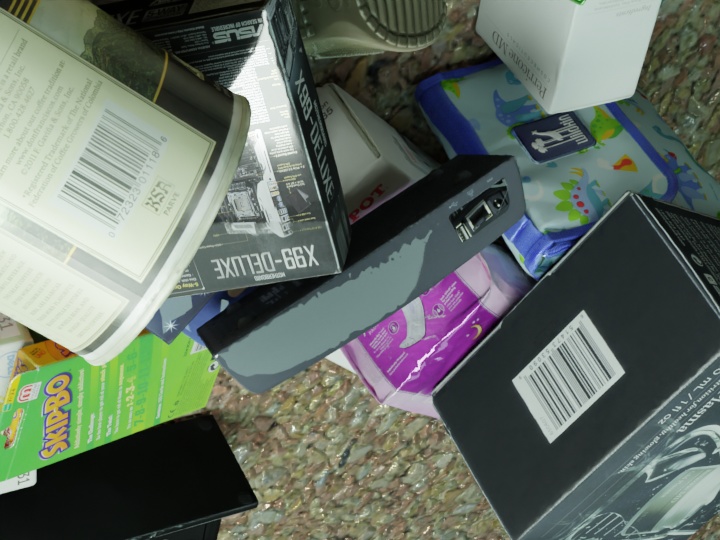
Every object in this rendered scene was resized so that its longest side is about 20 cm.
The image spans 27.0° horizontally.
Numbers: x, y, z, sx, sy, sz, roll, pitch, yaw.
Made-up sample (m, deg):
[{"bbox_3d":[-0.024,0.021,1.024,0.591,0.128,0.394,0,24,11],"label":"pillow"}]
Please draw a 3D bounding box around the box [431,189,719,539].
[{"bbox_3d":[0.190,0.072,0.963,0.196,0.124,0.200,9,131,-47],"label":"box"}]

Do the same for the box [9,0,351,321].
[{"bbox_3d":[-0.118,-0.061,0.799,0.198,0.050,0.159,-9,122,12],"label":"box"}]

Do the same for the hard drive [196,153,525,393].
[{"bbox_3d":[0.000,0.000,0.874,0.199,0.135,0.042,-34,100,-7],"label":"hard drive"}]

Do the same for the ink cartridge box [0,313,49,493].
[{"bbox_3d":[-0.224,0.081,0.996,0.199,0.048,0.146,-12,137,-23],"label":"ink cartridge box"}]

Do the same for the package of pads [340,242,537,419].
[{"bbox_3d":[0.091,0.048,1.037,0.121,0.076,0.199,-50,142,16],"label":"package of pads"}]

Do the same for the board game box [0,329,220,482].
[{"bbox_3d":[-0.167,0.076,1.001,0.199,0.030,0.096,-20,141,-50],"label":"board game box"}]

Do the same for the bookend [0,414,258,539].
[{"bbox_3d":[-0.199,0.228,1.135,0.197,0.092,0.201,-11,138,-28],"label":"bookend"}]

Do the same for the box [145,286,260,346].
[{"bbox_3d":[-0.128,-0.038,0.886,0.200,0.032,0.121,36,107,-26],"label":"box"}]

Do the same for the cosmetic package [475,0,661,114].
[{"bbox_3d":[0.136,-0.206,0.913,0.074,0.102,0.201,-14,137,-24],"label":"cosmetic package"}]

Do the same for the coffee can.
[{"bbox_3d":[-0.171,-0.067,0.674,0.199,0.147,0.147,31,112,-19],"label":"coffee can"}]

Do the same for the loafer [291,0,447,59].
[{"bbox_3d":[-0.024,-0.161,0.868,0.199,0.068,0.076,-10,101,-49],"label":"loafer"}]

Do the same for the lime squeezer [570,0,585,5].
[{"bbox_3d":[0.041,-0.181,0.827,0.199,0.071,0.038,-2,121,-38],"label":"lime squeezer"}]

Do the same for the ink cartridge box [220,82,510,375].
[{"bbox_3d":[-0.001,-0.016,1.027,0.146,0.083,0.200,-43,142,13],"label":"ink cartridge box"}]

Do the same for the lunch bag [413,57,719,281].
[{"bbox_3d":[0.145,-0.059,1.018,0.199,0.171,0.128,5,131,-40],"label":"lunch bag"}]
